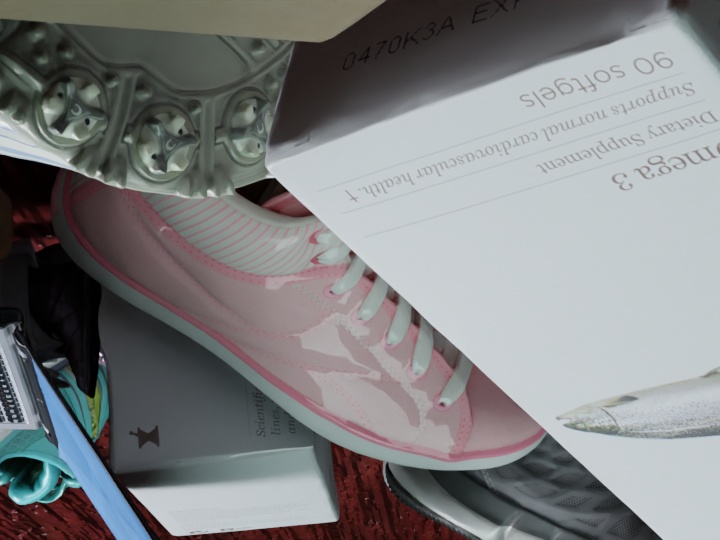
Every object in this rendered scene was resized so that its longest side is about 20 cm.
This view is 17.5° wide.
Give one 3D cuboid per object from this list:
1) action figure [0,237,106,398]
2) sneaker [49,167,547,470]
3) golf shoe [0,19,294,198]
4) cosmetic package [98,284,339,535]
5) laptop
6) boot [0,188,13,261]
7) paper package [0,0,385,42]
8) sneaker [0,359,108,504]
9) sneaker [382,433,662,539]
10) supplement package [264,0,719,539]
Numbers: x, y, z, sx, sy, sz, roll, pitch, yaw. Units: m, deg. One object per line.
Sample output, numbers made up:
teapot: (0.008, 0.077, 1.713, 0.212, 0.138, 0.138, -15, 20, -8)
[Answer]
action figure: (-0.198, 0.019, 0.900, 0.199, 0.070, 0.130, -2, 174, 1)
sneaker: (0.000, 0.000, 0.790, 0.200, 0.076, 0.105, 29, 148, -16)
golf shoe: (-0.107, -0.066, 0.630, 0.199, 0.079, 0.097, 11, 176, -34)
cosmetic package: (-0.055, 0.040, 0.948, 0.081, 0.113, 0.200, -5, 168, 0)
laptop: (-0.138, 0.087, 0.787, 0.199, 0.116, 0.187, 1, 166, -4)
boot: (-0.237, -0.012, 0.781, 0.199, 0.071, 0.146, 7, 168, -37)
paper package: (-0.053, -0.114, 0.355, 0.199, 0.104, 0.191, 1, 164, -28)
sneaker: (-0.147, 0.064, 1.046, 0.077, 0.080, 0.200, -13, 178, 26)
sneaker: (0.116, 0.076, 0.875, 0.200, 0.116, 0.075, 28, -179, 10)
supplement package: (0.091, -0.026, 0.576, 0.117, 0.118, 0.200, -18, 134, 37)
